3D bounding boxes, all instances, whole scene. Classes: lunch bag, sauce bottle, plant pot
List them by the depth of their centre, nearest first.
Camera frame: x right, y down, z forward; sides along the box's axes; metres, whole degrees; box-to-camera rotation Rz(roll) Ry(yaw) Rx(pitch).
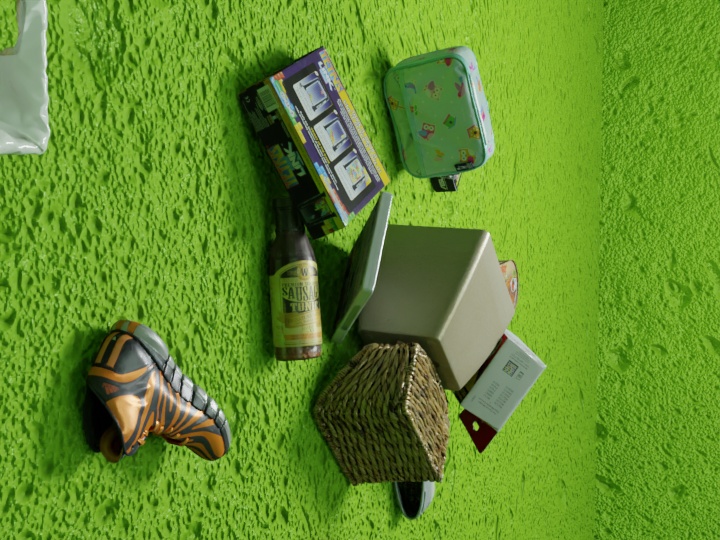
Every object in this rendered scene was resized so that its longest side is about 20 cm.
[{"bbox_3d":[-0.085,0.010,1.278,0.066,0.065,0.204,-10,95,-65],"label":"sauce bottle"},{"bbox_3d":[0.102,0.067,1.553,0.179,0.197,0.201,-66,146,-32],"label":"plant pot"},{"bbox_3d":[0.124,-0.247,1.641,0.077,0.158,0.203,-52,130,-61],"label":"lunch bag"}]

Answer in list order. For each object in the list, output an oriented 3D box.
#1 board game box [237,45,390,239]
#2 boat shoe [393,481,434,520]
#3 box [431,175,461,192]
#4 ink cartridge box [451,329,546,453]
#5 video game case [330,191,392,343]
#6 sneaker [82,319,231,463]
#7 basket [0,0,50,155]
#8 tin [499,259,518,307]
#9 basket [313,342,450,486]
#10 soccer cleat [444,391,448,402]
[{"bbox_3d":[-0.054,-0.164,1.289,0.202,0.056,0.165,63,30,-12],"label":"board game box"},{"bbox_3d":[0.084,0.311,1.651,0.072,0.069,0.204,-50,137,-60],"label":"boat shoe"},{"bbox_3d":[0.158,-0.269,1.848,0.161,0.043,0.202,66,33,-43],"label":"box"},{"bbox_3d":[0.201,0.180,1.681,0.177,0.083,0.200,-55,-171,4],"label":"ink cartridge box"},{"bbox_3d":[0.000,0.000,1.391,0.200,0.018,0.146,121,-17,-64],"label":"video game case"},{"bbox_3d":[-0.209,0.152,1.005,0.201,0.076,0.113,56,44,-36],"label":"sneaker"},{"bbox_3d":[-0.319,-0.170,0.634,0.199,0.158,0.202,-11,100,-66],"label":"basket"},{"bbox_3d":[0.295,0.038,2.166,0.199,0.041,0.114,-16,108,-65],"label":"tin"},{"bbox_3d":[0.035,0.199,1.467,0.201,0.146,0.144,64,29,-42],"label":"basket"},{"bbox_3d":[0.118,0.247,1.724,0.068,0.072,0.204,-46,131,-57],"label":"soccer cleat"}]
